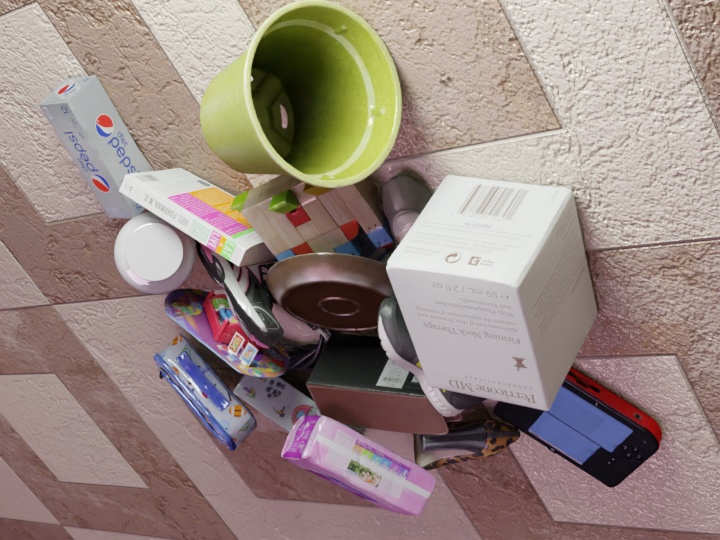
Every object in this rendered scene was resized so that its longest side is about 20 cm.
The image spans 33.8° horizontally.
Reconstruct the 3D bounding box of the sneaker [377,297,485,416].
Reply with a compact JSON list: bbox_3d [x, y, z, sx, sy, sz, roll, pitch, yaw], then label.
[{"bbox_3d":[0.098,0.100,1.497,0.084,0.075,0.200,-21,125,32],"label":"sneaker"}]

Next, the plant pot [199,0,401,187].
[{"bbox_3d":[-0.086,-0.184,1.340,0.201,0.201,0.184,52,152,-20],"label":"plant pot"}]

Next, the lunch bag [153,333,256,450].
[{"bbox_3d":[-0.251,0.194,1.900,0.200,0.076,0.160,46,169,9],"label":"lunch bag"}]

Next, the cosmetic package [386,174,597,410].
[{"bbox_3d":[0.158,0.023,1.369,0.166,0.167,0.201,8,137,32],"label":"cosmetic package"}]

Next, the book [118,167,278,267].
[{"bbox_3d":[-0.203,-0.075,1.571,0.199,0.133,0.048,32,109,17],"label":"book"}]

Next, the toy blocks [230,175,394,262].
[{"bbox_3d":[-0.048,-0.065,1.488,0.199,0.100,0.137,-23,120,25],"label":"toy blocks"}]

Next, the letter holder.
[{"bbox_3d":[0.048,0.178,1.665,0.199,0.101,0.143,4,135,27],"label":"letter holder"}]

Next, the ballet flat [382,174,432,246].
[{"bbox_3d":[0.079,-0.026,1.458,0.067,0.064,0.201,-14,127,14],"label":"ballet flat"}]

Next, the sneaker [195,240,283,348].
[{"bbox_3d":[-0.149,0.008,1.617,0.201,0.086,0.081,57,165,25],"label":"sneaker"}]

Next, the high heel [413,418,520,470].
[{"bbox_3d":[0.150,0.251,1.724,0.141,0.072,0.200,-3,169,-4],"label":"high heel"}]

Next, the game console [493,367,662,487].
[{"bbox_3d":[0.287,0.203,1.576,0.199,0.031,0.177,33,143,6],"label":"game console"}]

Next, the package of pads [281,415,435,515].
[{"bbox_3d":[-0.004,0.278,1.690,0.199,0.076,0.120,30,163,-17],"label":"package of pads"}]

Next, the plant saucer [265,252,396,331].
[{"bbox_3d":[-0.026,0.035,1.537,0.198,0.032,0.201,4,154,2],"label":"plant saucer"}]

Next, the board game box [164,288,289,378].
[{"bbox_3d":[-0.178,0.072,1.673,0.200,0.158,0.039,38,110,12],"label":"board game box"}]

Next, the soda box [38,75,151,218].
[{"bbox_3d":[-0.361,-0.170,1.656,0.063,0.068,0.201,2,132,37],"label":"soda box"}]

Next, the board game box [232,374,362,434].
[{"bbox_3d":[-0.094,0.225,1.831,0.199,0.064,0.148,34,173,5],"label":"board game box"}]

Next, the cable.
[{"bbox_3d":[-0.120,0.082,1.754,0.199,0.051,0.164,12,137,30],"label":"cable"}]

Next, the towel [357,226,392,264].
[{"bbox_3d":[0.000,0.000,1.591,0.200,0.024,0.147,38,141,-6],"label":"towel"}]

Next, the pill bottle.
[{"bbox_3d":[-0.285,-0.024,1.657,0.112,0.113,0.200,40,174,-6],"label":"pill bottle"}]
